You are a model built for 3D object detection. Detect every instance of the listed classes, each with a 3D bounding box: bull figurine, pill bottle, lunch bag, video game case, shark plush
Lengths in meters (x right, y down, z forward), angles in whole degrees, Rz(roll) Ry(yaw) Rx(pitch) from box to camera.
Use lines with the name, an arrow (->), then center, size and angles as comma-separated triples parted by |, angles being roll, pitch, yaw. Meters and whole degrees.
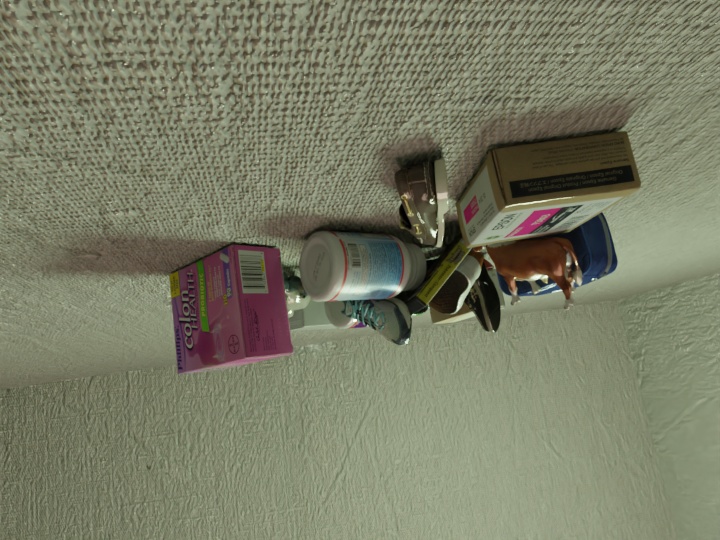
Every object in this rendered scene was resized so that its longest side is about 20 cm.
bull figurine -> 0.264, -0.007, 0.848 | 0.065, 0.122, 0.200 | -33, -166, -18
pill bottle -> 0.017, 0.082, 1.303 | 0.199, 0.113, 0.112 | 2, 164, -44
lunch bag -> 0.336, -0.029, 0.947 | 0.132, 0.137, 0.200 | 2, 164, -42
video game case -> 0.138, 0.006, 0.965 | 0.181, 0.025, 0.200 | -50, 178, -15
pill bottle -> 0.009, -0.007, 0.871 | 0.199, 0.109, 0.109 | 1, 165, -38
shark plush -> -0.149, 0.035, 1.023 | 0.091, 0.084, 0.200 | -30, 164, 16

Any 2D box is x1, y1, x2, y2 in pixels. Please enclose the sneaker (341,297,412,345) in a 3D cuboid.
sneaker -> 0.013, 0.072, 0.934 | 0.086, 0.078, 0.200 | -4, -153, -32

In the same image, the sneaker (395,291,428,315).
sneaker -> 0.058, 0.070, 1.190 | 0.199, 0.078, 0.085 | 3, 159, -18

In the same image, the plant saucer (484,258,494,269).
plant saucer -> 0.210, 0.011, 1.301 | 0.199, 0.037, 0.200 | -11, 168, 4

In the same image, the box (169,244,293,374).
box -> -0.221, 0.069, 0.891 | 0.200, 0.177, 0.096 | -18, 166, 41

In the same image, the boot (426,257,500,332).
boot -> 0.205, 0.048, 1.145 | 0.150, 0.201, 0.073 | -12, -155, 38

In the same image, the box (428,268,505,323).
box -> 0.246, 0.065, 1.277 | 0.077, 0.095, 0.200 | -3, 166, -25

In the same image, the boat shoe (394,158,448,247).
boat shoe -> 0.077, -0.078, 0.678 | 0.059, 0.072, 0.200 | -4, 165, 6

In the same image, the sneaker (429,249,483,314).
sneaker -> 0.193, 0.024, 1.055 | 0.085, 0.073, 0.200 | -48, 174, -26

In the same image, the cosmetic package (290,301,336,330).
cosmetic package -> -0.115, 0.114, 1.429 | 0.107, 0.091, 0.200 | -16, 170, 43

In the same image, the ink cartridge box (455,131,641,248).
ink cartridge box -> 0.228, -0.096, 0.693 | 0.164, 0.075, 0.200 | -10, 170, -3
